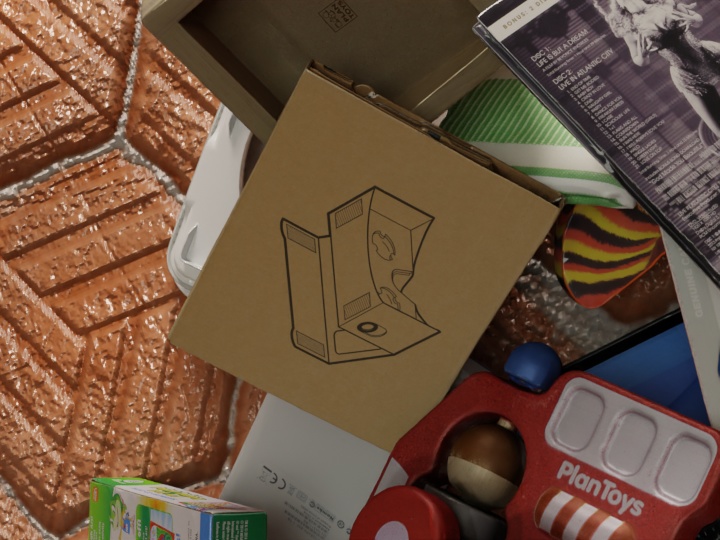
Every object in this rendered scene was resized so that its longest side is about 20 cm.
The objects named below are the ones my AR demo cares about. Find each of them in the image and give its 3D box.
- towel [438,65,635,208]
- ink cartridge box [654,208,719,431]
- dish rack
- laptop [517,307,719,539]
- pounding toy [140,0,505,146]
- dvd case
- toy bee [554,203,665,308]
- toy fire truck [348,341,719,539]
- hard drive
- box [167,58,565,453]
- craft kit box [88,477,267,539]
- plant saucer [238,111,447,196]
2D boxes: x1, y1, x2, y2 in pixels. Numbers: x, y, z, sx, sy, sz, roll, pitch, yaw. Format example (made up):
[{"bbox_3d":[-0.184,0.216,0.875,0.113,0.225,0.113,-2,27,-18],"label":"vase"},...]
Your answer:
[{"bbox_3d":[0.130,-0.124,0.949,0.152,0.023,0.201,6,59,39],"label":"towel"},{"bbox_3d":[0.252,0.030,0.880,0.172,0.044,0.202,-18,99,-12],"label":"ink cartridge box"},{"bbox_3d":[-0.033,-0.033,1.068,0.199,0.043,0.173,23,97,21],"label":"dish rack"},{"bbox_3d":[0.183,0.146,0.940,0.176,0.103,0.201,-28,71,19],"label":"laptop"},{"bbox_3d":[0.009,-0.172,0.927,0.200,0.143,0.184,-38,118,17],"label":"pounding toy"},{"bbox_3d":[0.178,-0.100,0.850,0.148,0.016,0.200,-35,73,-19],"label":"dvd case"},{"bbox_3d":[0.191,-0.067,0.946,0.199,0.131,0.109,-29,94,-20],"label":"toy bee"},{"bbox_3d":[0.097,0.132,0.885,0.199,0.112,0.169,25,85,44],"label":"toy fire truck"},{"bbox_3d":[-0.007,0.118,1.032,0.131,0.025,0.201,33,114,17],"label":"hard drive"},{"bbox_3d":[0.000,0.000,0.920,0.162,0.021,0.201,27,120,-5],"label":"box"},{"bbox_3d":[-0.124,0.244,1.036,0.197,0.048,0.202,0,88,56],"label":"craft kit box"},{"bbox_3d":[0.024,-0.058,1.000,0.198,0.035,0.202,-5,66,11],"label":"plant saucer"}]
